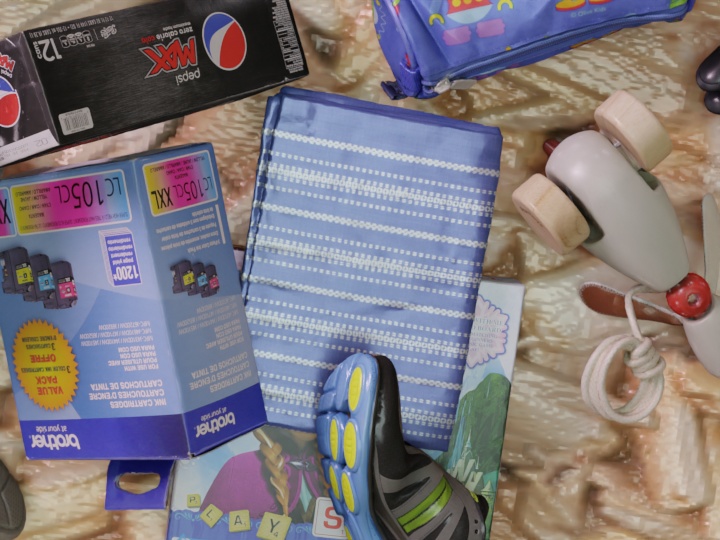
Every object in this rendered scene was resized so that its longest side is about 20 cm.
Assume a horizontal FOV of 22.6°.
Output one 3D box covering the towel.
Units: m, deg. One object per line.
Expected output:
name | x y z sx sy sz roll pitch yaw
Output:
towel | 0.000 0.000 1.068 0.145 0.024 0.200 9 95 -8

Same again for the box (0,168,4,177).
box | -0.311 -0.075 0.992 0.200 0.112 0.101 23 93 14

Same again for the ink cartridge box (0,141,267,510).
ink cartridge box | -0.136 0.035 1.036 0.136 0.076 0.200 -6 99 37

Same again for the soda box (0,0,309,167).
soda box | -0.123 -0.112 1.002 0.200 0.071 0.063 -22 96 -47

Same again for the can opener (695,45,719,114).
can opener | 0.288 -0.168 1.109 0.200 0.079 0.063 -45 137 3

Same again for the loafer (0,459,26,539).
loafer | -0.281 0.105 1.044 0.063 0.072 0.200 -29 131 20

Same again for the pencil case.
pencil case | 0.103 -0.161 1.072 0.200 0.078 0.087 -17 67 -4

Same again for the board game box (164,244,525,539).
board game box | -0.011 0.092 1.103 0.200 0.041 0.200 6 94 -7

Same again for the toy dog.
toy dog | 0.165 -0.018 1.101 0.132 0.096 0.200 -22 112 -6

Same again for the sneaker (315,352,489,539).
sneaker | 0.030 0.133 1.054 0.083 0.071 0.200 -23 110 -14
